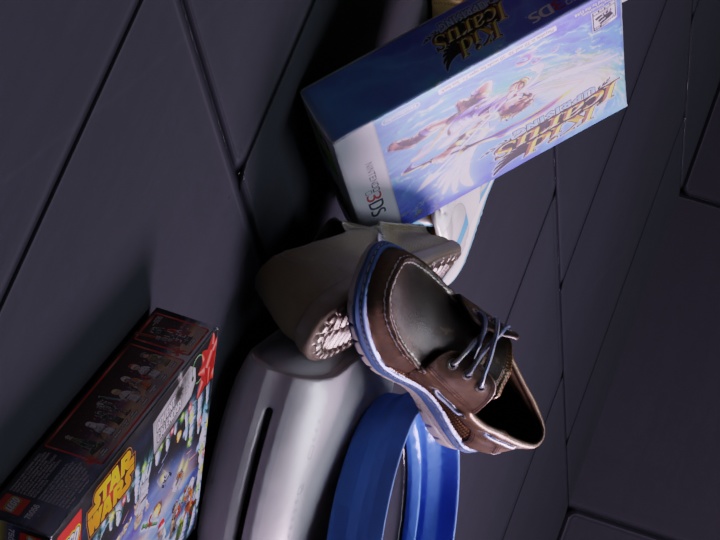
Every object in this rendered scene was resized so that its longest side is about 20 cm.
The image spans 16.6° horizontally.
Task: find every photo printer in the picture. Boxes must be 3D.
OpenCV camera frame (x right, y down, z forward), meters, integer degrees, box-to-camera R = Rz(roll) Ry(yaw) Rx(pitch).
[{"bbox_3d":[-0.040,0.113,1.555,0.200,0.069,0.167,-35,141,-70],"label":"photo printer"}]

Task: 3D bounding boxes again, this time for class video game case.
[{"bbox_3d":[0.070,-0.106,1.527,0.200,0.046,0.181,-29,160,-3],"label":"video game case"}]

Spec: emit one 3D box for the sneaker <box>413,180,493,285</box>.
[{"bbox_3d":[0.055,-0.069,1.712,0.081,0.076,0.201,-38,141,-65],"label":"sneaker"}]

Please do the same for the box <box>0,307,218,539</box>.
[{"bbox_3d":[-0.133,0.127,1.249,0.200,0.040,0.137,-54,157,-54],"label":"box"}]

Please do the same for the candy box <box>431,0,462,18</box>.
[{"bbox_3d":[0.096,-0.180,1.788,0.200,0.056,0.117,81,29,-60],"label":"candy box"}]

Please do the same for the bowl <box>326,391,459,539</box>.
[{"bbox_3d":[0.019,0.173,1.578,0.201,0.039,0.201,7,90,-75],"label":"bowl"}]

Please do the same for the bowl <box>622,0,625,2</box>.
[{"bbox_3d":[0.141,-0.231,1.561,0.200,0.108,0.200,-24,150,-15],"label":"bowl"}]

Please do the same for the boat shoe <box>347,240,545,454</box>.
[{"bbox_3d":[0.058,0.047,1.480,0.200,0.072,0.072,50,56,-51],"label":"boat shoe"}]

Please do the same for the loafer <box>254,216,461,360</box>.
[{"bbox_3d":[0.000,0.000,1.531,0.076,0.068,0.200,-53,166,20],"label":"loafer"}]
